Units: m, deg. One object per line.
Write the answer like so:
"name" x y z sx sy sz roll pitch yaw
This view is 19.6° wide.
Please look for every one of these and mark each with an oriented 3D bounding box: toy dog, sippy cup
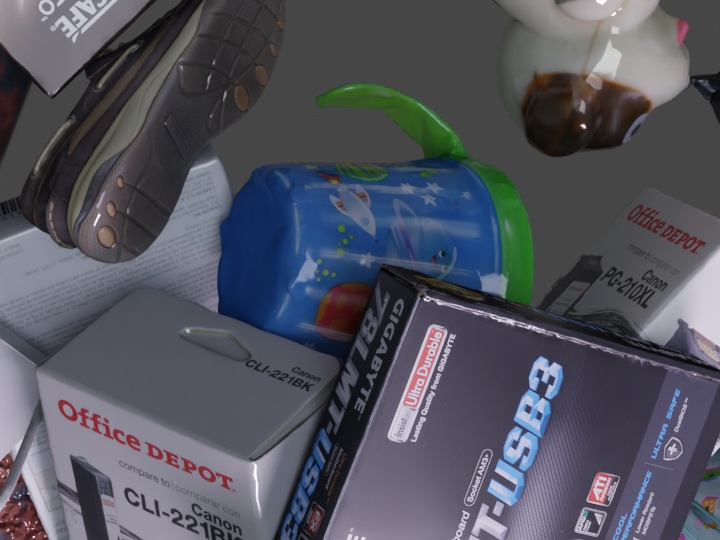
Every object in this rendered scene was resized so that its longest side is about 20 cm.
"toy dog" 0.104 -0.158 1.092 0.194 0.140 0.200 -18 104 6
"sippy cup" 0.000 0.000 1.083 0.130 0.178 0.140 9 127 -29

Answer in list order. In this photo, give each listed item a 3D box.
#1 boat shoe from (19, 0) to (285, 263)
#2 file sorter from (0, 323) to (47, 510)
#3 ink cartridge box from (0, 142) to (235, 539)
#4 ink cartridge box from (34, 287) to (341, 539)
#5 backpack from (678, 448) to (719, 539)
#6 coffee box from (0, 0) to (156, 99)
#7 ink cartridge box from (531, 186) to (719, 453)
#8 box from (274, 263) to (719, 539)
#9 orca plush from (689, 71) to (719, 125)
"boat shoe" -0.109 -0.094 1.069 0.200 0.073 0.075 -57 147 -31
"file sorter" -0.274 0.070 1.038 0.200 0.125 0.139 38 116 -16
"ink cartridge box" -0.128 0.042 1.136 0.162 0.057 0.200 -21 122 -7
"ink cartridge box" -0.075 0.126 1.063 0.084 0.144 0.200 -39 137 -40
"backpack" 0.220 0.178 1.145 0.126 0.200 0.167 -24 105 -6
"coffee box" -0.187 -0.198 1.050 0.113 0.080 0.200 -44 106 -1
"ink cartridge box" 0.138 0.060 1.133 0.200 0.145 0.084 -46 107 -1
"box" 0.064 0.115 1.003 0.198 0.050 0.200 17 98 -32
"orca plush" 0.262 -0.045 1.129 0.071 0.200 0.105 -38 141 23
